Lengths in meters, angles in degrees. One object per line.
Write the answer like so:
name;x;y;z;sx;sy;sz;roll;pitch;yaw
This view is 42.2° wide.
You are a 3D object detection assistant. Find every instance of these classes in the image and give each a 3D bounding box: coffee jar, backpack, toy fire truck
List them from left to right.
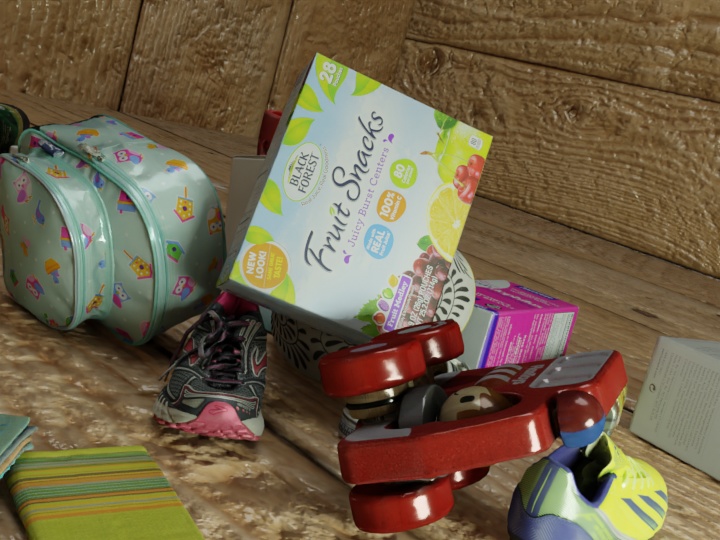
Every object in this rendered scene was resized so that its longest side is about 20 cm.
coffee jar;-0.609;-0.223;1.464;0.104;0.085;0.200;14;11;8
backpack;-0.218;-0.031;0.815;0.200;0.176;0.153;22;30;27
toy fire truck;0.077;0.089;0.600;0.168;0.112;0.200;-13;0;23

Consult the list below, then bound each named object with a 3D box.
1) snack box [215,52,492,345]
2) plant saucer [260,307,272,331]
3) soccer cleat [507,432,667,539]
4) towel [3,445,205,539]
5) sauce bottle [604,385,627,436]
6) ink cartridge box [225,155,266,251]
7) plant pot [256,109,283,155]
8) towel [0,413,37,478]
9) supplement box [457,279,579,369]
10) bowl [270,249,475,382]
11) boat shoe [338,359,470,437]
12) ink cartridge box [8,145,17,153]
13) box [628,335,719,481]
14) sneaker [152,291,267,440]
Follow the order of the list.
snack box;-0.003;-0.049;0.766;0.169;0.200;0.068;24;-15;-14
plant saucer;-0.040;0.041;1.039;0.201;0.039;0.201;14;11;-3
soccer cleat;0.173;0.151;0.655;0.065;0.084;0.200;24;14;37
towel;-0.123;0.144;0.476;0.086;0.018;0.200;2;17;-32
sauce bottle;0.235;0.122;0.943;0.065;0.065;0.200;18;12;15
ink cartridge box;-0.053;-0.063;1.203;0.200;0.147;0.146;5;3;-45
plant pot;-0.100;-0.185;1.717;0.200;0.183;0.200;15;10;-3
towel;-0.258;0.106;0.439;0.147;0.022;0.200;8;13;-2
supplement box;0.130;0.071;0.963;0.101;0.103;0.200;21;11;34
bowl;0.000;0.000;0.861;0.201;0.094;0.201;-10;45;10
boat shoe;0.069;0.105;0.781;0.200;0.070;0.071;6;14;-40
ink cartridge box;-0.454;-0.162;1.506;0.200;0.037;0.095;14;10;9
box;0.397;0.150;0.911;0.152;0.106;0.200;8;13;-36
sneaker;-0.109;0.070;0.707;0.081;0.075;0.200;13;12;-11
